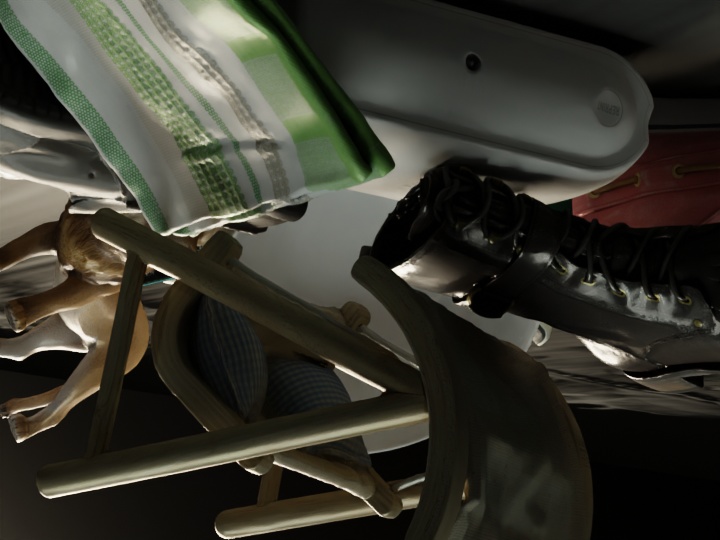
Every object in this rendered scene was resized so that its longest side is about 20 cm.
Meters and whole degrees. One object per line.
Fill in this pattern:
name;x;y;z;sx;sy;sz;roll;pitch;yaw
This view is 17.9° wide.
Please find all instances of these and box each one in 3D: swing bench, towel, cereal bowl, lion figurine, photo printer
swing bench;-0.006;0.066;1.047;0.199;0.131;0.199;7;169;23
towel;-0.080;-0.081;0.969;0.149;0.031;0.200;51;156;-14
cereal bowl;0.000;0.000;1.276;0.199;0.201;0.083;11;-155;-23
lion figurine;-0.143;0.015;1.246;0.122;0.073;0.200;-22;159;-22
photo printer;0.023;-0.076;1.057;0.199;0.070;0.166;12;170;-27

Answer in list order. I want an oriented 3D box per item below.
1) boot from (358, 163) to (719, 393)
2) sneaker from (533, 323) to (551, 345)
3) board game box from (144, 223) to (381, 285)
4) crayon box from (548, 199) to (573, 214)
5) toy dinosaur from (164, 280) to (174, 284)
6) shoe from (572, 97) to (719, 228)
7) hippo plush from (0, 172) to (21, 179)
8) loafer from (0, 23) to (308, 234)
boot;0.105;-0.005;1.021;0.173;0.070;0.200;21;152;-20
sneaker;0.039;-0.004;1.471;0.199;0.082;0.075;8;157;26
board game box;-0.060;-0.020;1.371;0.199;0.028;0.135;-13;180;-10
crayon box;0.194;-0.013;1.342;0.199;0.059;0.172;12;173;-29
toy dinosaur;-0.050;-0.016;1.566;0.199;0.077;0.102;13;159;-6
shoe;0.192;-0.035;1.109;0.199;0.092;0.071;2;170;33
hippo plush;-0.241;-0.031;1.265;0.199;0.162;0.159;0;169;38
loafer;-0.116;-0.062;1.115;0.199;0.073;0.071;20;137;-30
